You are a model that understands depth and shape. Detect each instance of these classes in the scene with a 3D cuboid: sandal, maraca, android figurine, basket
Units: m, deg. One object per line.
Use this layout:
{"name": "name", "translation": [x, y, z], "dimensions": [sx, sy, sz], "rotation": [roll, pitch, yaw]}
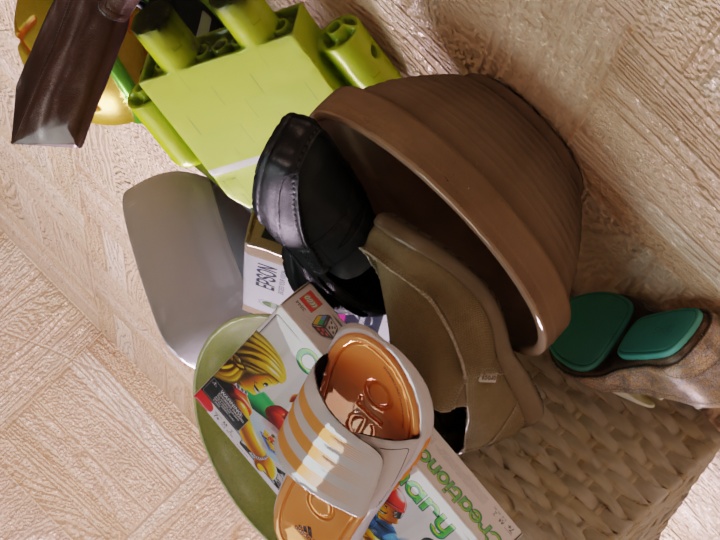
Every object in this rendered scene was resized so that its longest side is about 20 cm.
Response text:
{"name": "sandal", "translation": [-0.018, 0.121, 1.453], "dimensions": [0.079, 0.059, 0.207], "rotation": [37, 135, 16]}
{"name": "maraca", "translation": [-0.229, -0.198, 1.963], "dimensions": [0.137, 0.107, 0.200], "rotation": [35, 161, 56]}
{"name": "android figurine", "translation": [-0.059, -0.108, 1.606], "dimensions": [0.181, 0.041, 0.200], "rotation": [-16, 134, 29]}
{"name": "basket", "translation": [0.102, 0.139, 1.643], "dimensions": [0.200, 0.198, 0.161], "rotation": [45, 142, 13]}

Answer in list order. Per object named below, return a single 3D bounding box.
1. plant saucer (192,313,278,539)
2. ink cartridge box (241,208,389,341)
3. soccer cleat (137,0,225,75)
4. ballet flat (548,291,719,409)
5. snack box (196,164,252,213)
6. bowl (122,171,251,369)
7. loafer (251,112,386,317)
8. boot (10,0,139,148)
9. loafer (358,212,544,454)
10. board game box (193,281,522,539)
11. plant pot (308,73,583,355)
{"name": "plant saucer", "translation": [-0.024, 0.111, 1.577], "dimensions": [0.199, 0.031, 0.201], "rotation": [25, 132, 31]}
{"name": "ink cartridge box", "translation": [0.000, 0.000, 1.776], "dimensions": [0.164, 0.075, 0.200], "rotation": [18, 166, 2]}
{"name": "soccer cleat", "translation": [-0.105, -0.137, 1.750], "dimensions": [0.200, 0.081, 0.068], "rotation": [55, 165, -5]}
{"name": "ballet flat", "translation": [0.179, 0.057, 1.526], "dimensions": [0.067, 0.068, 0.200], "rotation": [42, 171, -17]}
{"name": "snack box", "translation": [-0.075, -0.085, 1.940], "dimensions": [0.200, 0.053, 0.142], "rotation": [39, 167, 26]}
{"name": "bowl", "translation": [-0.093, 0.007, 2.052], "dimensions": [0.200, 0.075, 0.200], "rotation": [26, -146, -44]}
{"name": "loafer", "translation": [-0.016, -0.030, 1.470], "dimensions": [0.070, 0.068, 0.201], "rotation": [23, 159, 19]}
{"name": "boot", "translation": [-0.165, -0.157, 1.650], "dimensions": [0.064, 0.201, 0.186], "rotation": [22, -172, -30]}
{"name": "loafer", "translation": [0.050, 0.045, 1.470], "dimensions": [0.076, 0.067, 0.200], "rotation": [32, 162, 47]}
{"name": "board game box", "translation": [-0.004, 0.118, 1.510], "dimensions": [0.200, 0.035, 0.126], "rotation": [49, 138, 4]}
{"name": "plant pot", "translation": [0.069, -0.051, 1.473], "dimensions": [0.201, 0.093, 0.201], "rotation": [44, 168, 12]}
